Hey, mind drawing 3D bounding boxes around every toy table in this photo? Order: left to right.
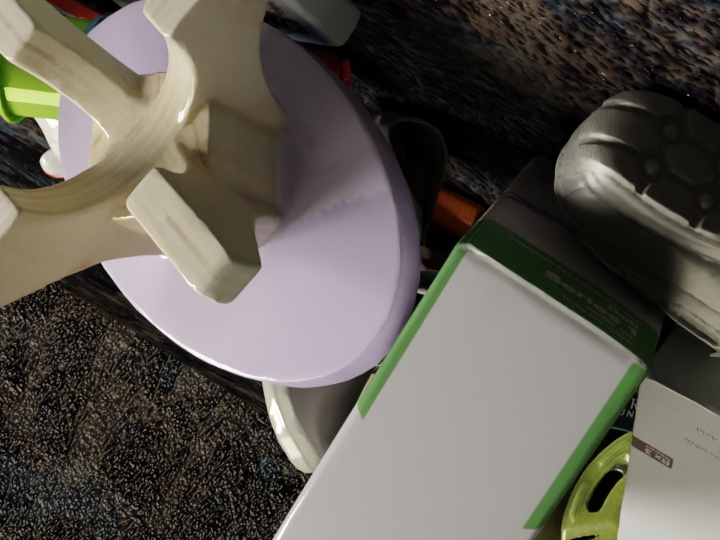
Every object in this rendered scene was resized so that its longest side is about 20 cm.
[{"bbox_3d":[-0.075,-0.046,0.713,0.200,0.184,0.117,34,-174,29],"label":"toy table"}]

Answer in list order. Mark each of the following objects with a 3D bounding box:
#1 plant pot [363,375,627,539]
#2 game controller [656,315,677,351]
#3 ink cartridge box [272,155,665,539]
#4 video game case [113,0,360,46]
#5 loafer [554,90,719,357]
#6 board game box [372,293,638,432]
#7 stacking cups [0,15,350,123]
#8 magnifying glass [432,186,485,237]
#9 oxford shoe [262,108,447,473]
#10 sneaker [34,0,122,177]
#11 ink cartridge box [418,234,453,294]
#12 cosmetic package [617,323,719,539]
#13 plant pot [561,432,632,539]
[{"bbox_3d":[0.061,0.120,1.023,0.187,0.188,0.200,29,-172,7],"label":"plant pot"},{"bbox_3d":[0.212,0.061,0.866,0.200,0.042,0.104,23,168,40],"label":"game controller"},{"bbox_3d":[0.055,0.048,0.739,0.084,0.145,0.200,33,-162,5],"label":"ink cartridge box"},{"bbox_3d":[-0.118,-0.166,0.765,0.200,0.022,0.182,39,167,-36],"label":"video game case"},{"bbox_3d":[0.159,0.009,0.672,0.200,0.070,0.070,39,157,5],"label":"loafer"},{"bbox_3d":[0.049,0.037,0.927,0.199,0.028,0.135,13,-172,-8],"label":"board game box"},{"bbox_3d":[-0.104,-0.092,0.849,0.199,0.061,0.061,6,167,7],"label":"stacking cups"},{"bbox_3d":[-0.024,-0.067,0.979,0.199,0.022,0.080,26,169,15],"label":"magnifying glass"},{"bbox_3d":[0.000,0.000,0.818,0.058,0.201,0.075,-5,138,23],"label":"oxford shoe"},{"bbox_3d":[-0.111,-0.076,0.922,0.199,0.094,0.070,34,-159,-6],"label":"sneaker"},{"bbox_3d":[0.036,-0.011,0.998,0.199,0.048,0.160,8,172,22],"label":"ink cartridge box"},{"bbox_3d":[0.179,0.085,0.779,0.113,0.081,0.200,31,156,21],"label":"cosmetic package"},{"bbox_3d":[0.194,0.167,0.969,0.200,0.201,0.190,23,169,37],"label":"plant pot"}]
